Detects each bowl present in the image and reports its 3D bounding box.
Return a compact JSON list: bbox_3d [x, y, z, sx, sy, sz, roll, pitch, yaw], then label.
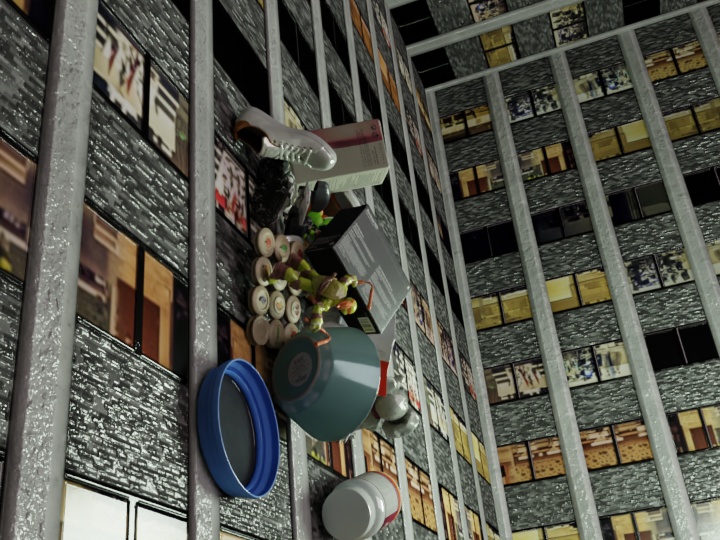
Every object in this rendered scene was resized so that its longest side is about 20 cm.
[{"bbox_3d":[-0.075,0.177,1.400,0.105,0.200,0.202,27,47,-41],"label":"bowl"},{"bbox_3d":[-0.176,0.230,1.211,0.201,0.039,0.202,-14,90,-75],"label":"bowl"}]

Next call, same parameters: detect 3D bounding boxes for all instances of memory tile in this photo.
[{"bbox_3d":[-0.142,0.035,1.435,0.153,0.017,0.202,23,68,-59],"label":"memory tile"}]

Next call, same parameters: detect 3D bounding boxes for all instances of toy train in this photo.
[{"bbox_3d":[-0.069,-0.064,1.655,0.034,0.199,0.046,109,6,-69],"label":"toy train"}]

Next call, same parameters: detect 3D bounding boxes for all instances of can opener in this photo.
[{"bbox_3d":[-0.107,-0.093,1.559,0.200,0.066,0.053,120,-27,-54],"label":"can opener"}]

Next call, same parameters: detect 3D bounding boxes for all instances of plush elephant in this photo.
[{"bbox_3d":[0.034,0.266,1.722,0.200,0.154,0.165,-80,152,-58],"label":"plush elephant"}]

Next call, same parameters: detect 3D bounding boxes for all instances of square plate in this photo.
[{"bbox_3d":[-0.032,-0.138,1.887,0.201,0.028,0.199,81,-18,-52],"label":"square plate"}]

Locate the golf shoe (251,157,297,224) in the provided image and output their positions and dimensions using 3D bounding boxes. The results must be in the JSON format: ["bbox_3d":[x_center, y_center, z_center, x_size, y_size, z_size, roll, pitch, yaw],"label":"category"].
[{"bbox_3d":[-0.151,-0.139,1.577,0.201,0.077,0.095,-85,156,-49],"label":"golf shoe"}]

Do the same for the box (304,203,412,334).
[{"bbox_3d":[0.000,0.000,1.563,0.141,0.079,0.201,-50,122,-39],"label":"box"}]

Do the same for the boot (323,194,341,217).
[{"bbox_3d":[-0.068,-0.131,1.861,0.201,0.075,0.107,63,11,-13],"label":"boot"}]

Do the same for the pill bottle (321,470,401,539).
[{"bbox_3d":[0.003,0.436,1.542,0.200,0.109,0.110,20,57,-72],"label":"pill bottle"}]

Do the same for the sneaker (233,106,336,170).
[{"bbox_3d":[-0.144,-0.224,1.543,0.085,0.199,0.073,-70,-174,-46],"label":"sneaker"}]

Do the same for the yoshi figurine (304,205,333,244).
[{"bbox_3d":[-0.093,-0.045,1.724,0.201,0.112,0.112,-109,-147,-45],"label":"yoshi figurine"}]

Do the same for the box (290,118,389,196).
[{"bbox_3d":[-0.052,-0.229,1.727,0.128,0.199,0.110,124,-46,-78],"label":"box"}]

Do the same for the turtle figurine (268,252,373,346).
[{"bbox_3d":[-0.070,0.035,1.386,0.200,0.161,0.065,-47,162,-47],"label":"turtle figurine"}]

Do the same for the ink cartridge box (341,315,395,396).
[{"bbox_3d":[-0.014,0.146,1.659,0.201,0.161,0.057,-86,-169,-55],"label":"ink cartridge box"}]

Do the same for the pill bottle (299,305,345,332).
[{"bbox_3d":[-0.065,0.167,1.551,0.104,0.104,0.201,54,27,-55],"label":"pill bottle"}]

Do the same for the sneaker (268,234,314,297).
[{"bbox_3d":[-0.126,-0.009,1.561,0.200,0.070,0.081,45,37,-64],"label":"sneaker"}]
